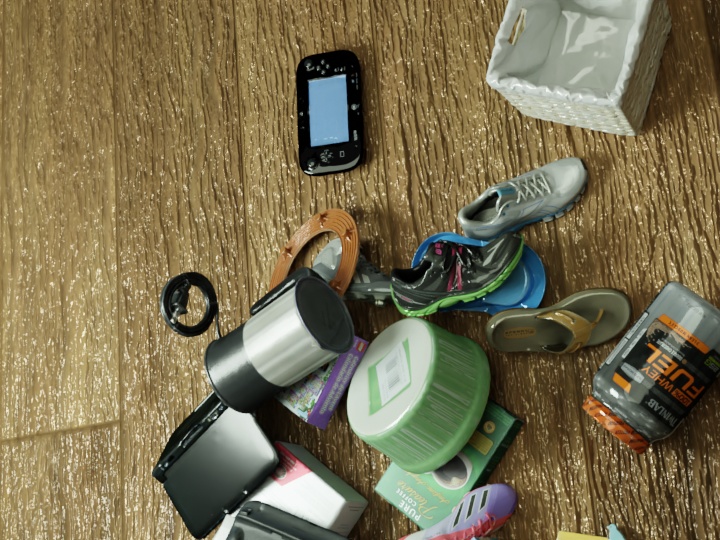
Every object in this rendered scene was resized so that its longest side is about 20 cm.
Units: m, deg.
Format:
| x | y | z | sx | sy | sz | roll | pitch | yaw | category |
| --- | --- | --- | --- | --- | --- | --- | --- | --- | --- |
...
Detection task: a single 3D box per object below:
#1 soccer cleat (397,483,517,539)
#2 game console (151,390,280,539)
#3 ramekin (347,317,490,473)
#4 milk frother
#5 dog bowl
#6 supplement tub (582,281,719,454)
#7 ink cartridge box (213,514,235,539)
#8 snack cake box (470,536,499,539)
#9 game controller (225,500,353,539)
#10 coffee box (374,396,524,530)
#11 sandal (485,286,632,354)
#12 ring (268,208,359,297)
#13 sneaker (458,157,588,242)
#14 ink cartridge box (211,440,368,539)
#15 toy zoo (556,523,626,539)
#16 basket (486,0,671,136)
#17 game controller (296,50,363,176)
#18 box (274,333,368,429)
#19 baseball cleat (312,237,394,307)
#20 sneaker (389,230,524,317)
| x | y | z | sx | sy | sz | roll | pitch | yaw | category |
| --- | --- | --- | --- | --- | --- | --- | --- | --- | --- |
| 0.125 | 0.349 | 1.472 | 0.198 | 0.076 | 0.067 | -27 | 105 | -7 | soccer cleat |
| -0.202 | 0.260 | 1.657 | 0.116 | 0.176 | 0.200 | 41 | 111 | -10 | game console |
| 0.071 | 0.162 | 1.517 | 0.200 | 0.097 | 0.201 | -38 | 35 | 32 | ramekin |
| -0.145 | 0.065 | 1.535 | 0.187 | 0.199 | 0.182 | -34 | 49 | 28 | milk frother |
| 0.170 | 0.008 | 1.580 | 0.198 | 0.049 | 0.113 | 8 | 94 | 25 | dog bowl |
| 0.380 | 0.125 | 1.424 | 0.122 | 0.122 | 0.201 | 39 | 95 | 27 | supplement tub |
| -0.141 | 0.453 | 1.531 | 0.198 | 0.045 | 0.177 | 18 | 62 | 25 | ink cartridge box |
| 0.116 | 0.440 | 1.468 | 0.200 | 0.115 | 0.067 | -46 | 65 | 7 | snack cake box |
| -0.095 | 0.386 | 1.521 | 0.198 | 0.042 | 0.105 | 17 | 76 | 24 | game controller |
| 0.121 | 0.257 | 1.552 | 0.122 | 0.044 | 0.201 | 32 | 91 | 28 | coffee box |
| 0.265 | 0.078 | 1.500 | 0.197 | 0.054 | 0.081 | -10 | 112 | 9 | sandal |
| -0.075 | -0.003 | 1.668 | 0.200 | 0.019 | 0.202 | -32 | 43 | 36 | ring |
| 0.225 | -0.101 | 1.573 | 0.199 | 0.087 | 0.076 | -31 | 65 | 13 | sneaker |
| -0.107 | 0.370 | 1.605 | 0.145 | 0.083 | 0.201 | 35 | 94 | 26 | ink cartridge box |
| 0.297 | 0.423 | 1.443 | 0.130 | 0.020 | 0.202 | 15 | 83 | 27 | toy zoo |
| 0.305 | -0.307 | 1.547 | 0.198 | 0.161 | 0.200 | 15 | 83 | 26 | basket |
| -0.047 | -0.245 | 1.751 | 0.103 | 0.042 | 0.203 | -9 | 74 | 23 | game controller |
| -0.080 | 0.130 | 1.630 | 0.199 | 0.039 | 0.138 | 26 | 89 | 56 | box |
| 0.000 | 0.000 | 1.643 | 0.198 | 0.069 | 0.108 | 3 | 77 | 37 | baseball cleat |
| 0.128 | -0.004 | 1.512 | 0.198 | 0.084 | 0.077 | -25 | 23 | 14 | sneaker |
